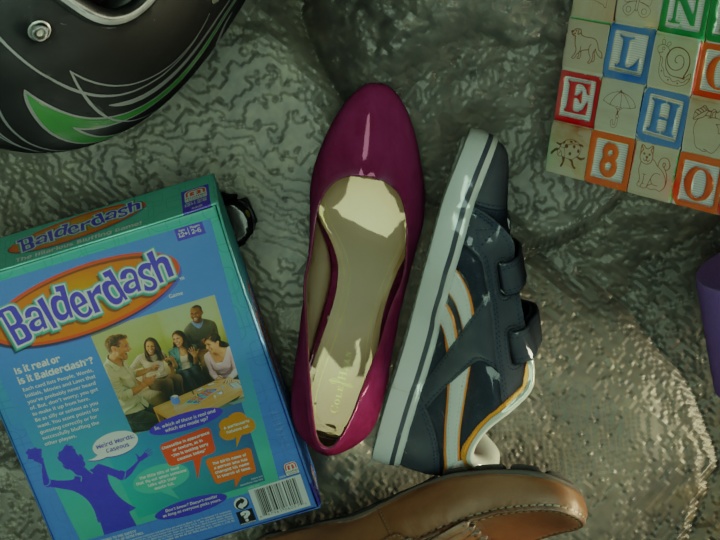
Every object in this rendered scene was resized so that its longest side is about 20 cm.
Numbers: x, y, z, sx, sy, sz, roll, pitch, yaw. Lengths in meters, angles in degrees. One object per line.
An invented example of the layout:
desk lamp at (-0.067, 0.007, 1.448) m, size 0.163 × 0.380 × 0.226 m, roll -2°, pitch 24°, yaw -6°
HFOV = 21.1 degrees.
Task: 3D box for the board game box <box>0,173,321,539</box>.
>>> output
board game box at (-0.122, 0.062, 1.066) m, size 0.152 × 0.045 × 0.200 m, roll -16°, pitch 117°, yaw 1°

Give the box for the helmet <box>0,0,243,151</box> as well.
helmet at (-0.160, -0.153, 0.964) m, size 0.191 × 0.200 × 0.200 m, roll -40°, pitch 98°, yaw -19°

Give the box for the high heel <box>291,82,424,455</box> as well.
high heel at (0.000, 0.000, 1.056) m, size 0.067 × 0.096 × 0.200 m, roll 4°, pitch 100°, yaw 0°

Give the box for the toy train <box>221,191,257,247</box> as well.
toy train at (-0.150, 0.009, 1.086) m, size 0.200 × 0.046 × 0.034 m, roll -25°, pitch 99°, yaw 5°

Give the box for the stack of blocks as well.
stack of blocks at (0.198, -0.087, 0.996) m, size 0.200 × 0.059 × 0.115 m, roll 19°, pitch 104°, yaw 41°

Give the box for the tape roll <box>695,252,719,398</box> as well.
tape roll at (0.278, 0.017, 1.002) m, size 0.200 × 0.200 × 0.066 m, roll -11°, pitch 99°, yaw 3°

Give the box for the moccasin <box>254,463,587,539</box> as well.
moccasin at (0.030, 0.162, 1.075) m, size 0.201 × 0.074 × 0.078 m, roll -17°, pitch 56°, yaw 11°

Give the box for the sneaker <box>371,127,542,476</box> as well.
sneaker at (0.066, 0.022, 1.070) m, size 0.079 × 0.078 × 0.200 m, roll 15°, pitch 112°, yaw 3°
